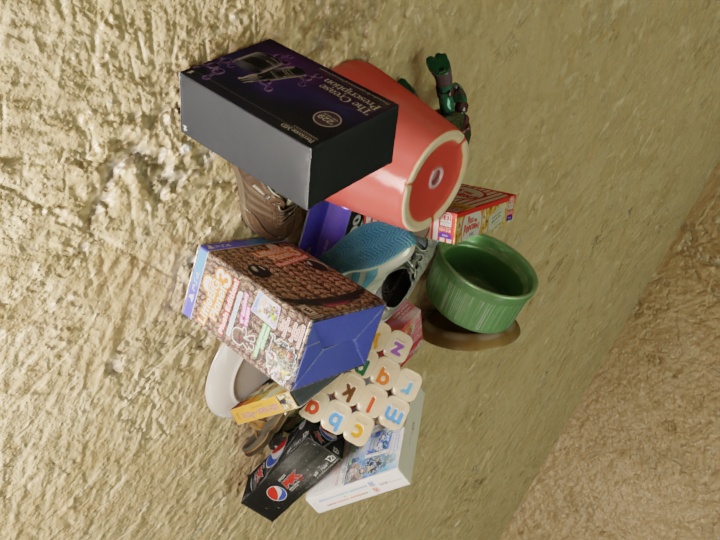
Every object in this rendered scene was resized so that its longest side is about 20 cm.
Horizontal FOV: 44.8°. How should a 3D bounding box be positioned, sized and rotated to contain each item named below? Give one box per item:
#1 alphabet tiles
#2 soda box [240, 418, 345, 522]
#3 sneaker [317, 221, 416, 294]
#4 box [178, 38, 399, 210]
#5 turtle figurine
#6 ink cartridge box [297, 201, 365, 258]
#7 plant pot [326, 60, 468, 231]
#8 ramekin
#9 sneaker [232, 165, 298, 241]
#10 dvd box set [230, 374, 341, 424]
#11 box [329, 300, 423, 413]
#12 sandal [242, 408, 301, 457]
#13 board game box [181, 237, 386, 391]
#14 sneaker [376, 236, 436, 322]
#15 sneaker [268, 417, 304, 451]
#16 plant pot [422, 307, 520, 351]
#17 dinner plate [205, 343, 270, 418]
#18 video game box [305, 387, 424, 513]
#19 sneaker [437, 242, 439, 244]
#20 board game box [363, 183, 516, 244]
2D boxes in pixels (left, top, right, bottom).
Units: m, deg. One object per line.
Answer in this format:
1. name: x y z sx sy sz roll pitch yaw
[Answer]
1. alphabet tiles: -0.006 0.166 1.379 0.197 0.198 0.015 -63 -178 -21
2. soda box: -0.109 0.316 1.400 0.200 0.070 0.064 -47 -163 29
3. sneaker: 0.000 0.000 1.214 0.199 0.077 0.080 -29 138 28
4. box: -0.079 -0.164 0.940 0.141 0.199 0.080 -35 145 -37
5. turtle figurine: 0.121 -0.223 1.315 0.150 0.100 0.200 -51 145 -12
6. ink cartridge box: -0.030 -0.020 1.304 0.199 0.043 0.200 -23 136 -54
7. plant pot: 0.034 -0.154 1.153 0.200 0.176 0.202 -38 145 -33
8. ramekin: 0.215 0.023 1.598 0.199 0.199 0.099 -21 142 -48
9. sneaker: -0.108 -0.093 1.091 0.071 0.075 0.201 -46 149 -20
10. dvd box set: -0.088 0.156 1.237 0.146 0.030 0.199 -37 -174 -34
11. box: 0.009 0.136 1.478 0.200 0.094 0.103 -44 148 -26
12. sandal: -0.140 0.225 1.333 0.082 0.055 0.200 -43 175 -33
13. board game box: -0.097 0.047 1.113 0.159 0.199 0.098 -11 126 -54
14. sneaker: 0.075 -0.006 1.362 0.202 0.074 0.082 -64 -166 -13
15. sneaker: -0.094 0.279 1.507 0.200 0.076 0.090 34 56 -59
16. plant pot: 0.205 0.099 1.657 0.199 0.198 0.028 -23 118 -47
17. dinner plate: -0.150 0.138 1.305 0.200 0.024 0.202 -39 147 -31
18. video game box: 0.011 0.284 1.429 0.047 0.181 0.201 49 31 -23
19. sneaker: 0.097 -0.067 1.452 0.200 0.073 0.083 -50 145 -26
20. board game box: 0.121 -0.091 1.290 0.199 0.150 0.047 -20 120 -55
